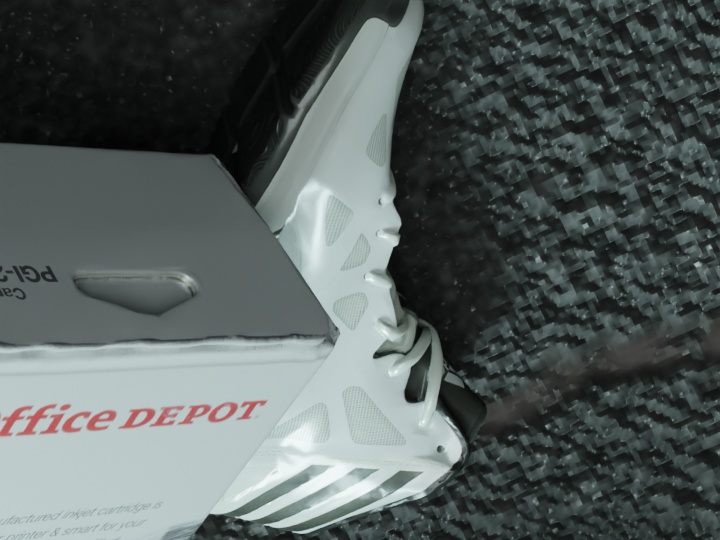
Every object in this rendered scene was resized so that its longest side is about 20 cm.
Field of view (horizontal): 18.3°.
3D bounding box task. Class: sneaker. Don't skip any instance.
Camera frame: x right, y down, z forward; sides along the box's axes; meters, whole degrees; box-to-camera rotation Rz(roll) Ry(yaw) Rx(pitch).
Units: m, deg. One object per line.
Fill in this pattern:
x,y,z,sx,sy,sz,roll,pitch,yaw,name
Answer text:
0.000,0.000,0.733,0.115,0.076,0.201,20,114,-16,sneaker

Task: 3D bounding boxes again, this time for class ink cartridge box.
-0.121,0.059,0.659,0.200,0.145,0.085,-51,58,30,ink cartridge box
